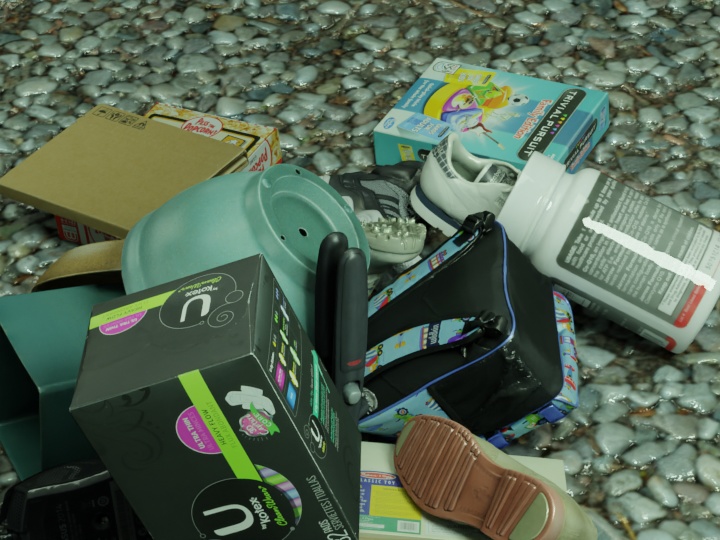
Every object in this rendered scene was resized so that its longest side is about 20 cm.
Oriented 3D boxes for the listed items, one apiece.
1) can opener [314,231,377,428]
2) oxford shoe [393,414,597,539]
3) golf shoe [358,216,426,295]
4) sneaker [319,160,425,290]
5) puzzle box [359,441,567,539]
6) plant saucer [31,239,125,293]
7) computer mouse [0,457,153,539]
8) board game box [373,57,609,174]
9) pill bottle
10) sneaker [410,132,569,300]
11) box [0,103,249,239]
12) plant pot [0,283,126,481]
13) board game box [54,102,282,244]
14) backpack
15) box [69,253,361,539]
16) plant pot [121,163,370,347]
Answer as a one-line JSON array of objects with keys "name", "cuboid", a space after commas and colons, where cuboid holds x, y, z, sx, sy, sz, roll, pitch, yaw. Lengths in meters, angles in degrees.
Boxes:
[{"name": "can opener", "cuboid": [-0.019, 0.063, 1.446, 0.079, 0.200, 0.063, -18, 43, -36]}, {"name": "oxford shoe", "cuboid": [0.100, 0.171, 1.420, 0.200, 0.074, 0.071, 32, 96, 50]}, {"name": "golf shoe", "cuboid": [0.000, 0.000, 1.657, 0.078, 0.097, 0.200, -3, 1, -27]}, {"name": "sneaker", "cuboid": [0.041, -0.047, 1.767, 0.114, 0.076, 0.200, -23, 41, -22]}, {"name": "puzzle box", "cuboid": [0.066, 0.186, 1.463, 0.200, 0.025, 0.133, 5, 27, 0]}, {"name": "plant saucer", "cuboid": [-0.194, 0.004, 1.654, 0.200, 0.200, 0.035, -3, 78, 4]}, {"name": "computer mouse", "cuboid": [-0.231, 0.190, 1.483, 0.200, 0.139, 0.053, -7, 19, -15]}, {"name": "board game box", "cuboid": [0.136, -0.148, 1.906, 0.200, 0.047, 0.151, 14, 42, 24]}, {"name": "pill bottle", "cuboid": [0.220, -0.020, 1.627, 0.200, 0.114, 0.114, 28, 45, 4]}, {"name": "sneaker", "cuboid": [0.143, -0.047, 1.712, 0.200, 0.081, 0.076, 31, 35, 5]}, {"name": "box", "cuboid": [-0.238, -0.098, 1.837, 0.200, 0.021, 0.163, 19, 45, 31]}, {"name": "plant pot", "cuboid": [-0.200, 0.097, 1.574, 0.200, 0.141, 0.141, -12, 37, -24]}, {"name": "board game box", "cuboid": [-0.194, -0.090, 1.878, 0.151, 0.046, 0.200, 14, 42, 25]}, {"name": "backpack", "cuboid": [0.069, 0.077, 1.559, 0.200, 0.135, 0.183, -31, 32, 21]}, {"name": "box", "cuboid": [-0.102, 0.114, 1.374, 0.148, 0.200, 0.124, -18, 35, 14]}, {"name": "plant pot", "cuboid": [-0.077, -0.003, 1.518, 0.134, 0.200, 0.200, -40, 33, 33]}]
